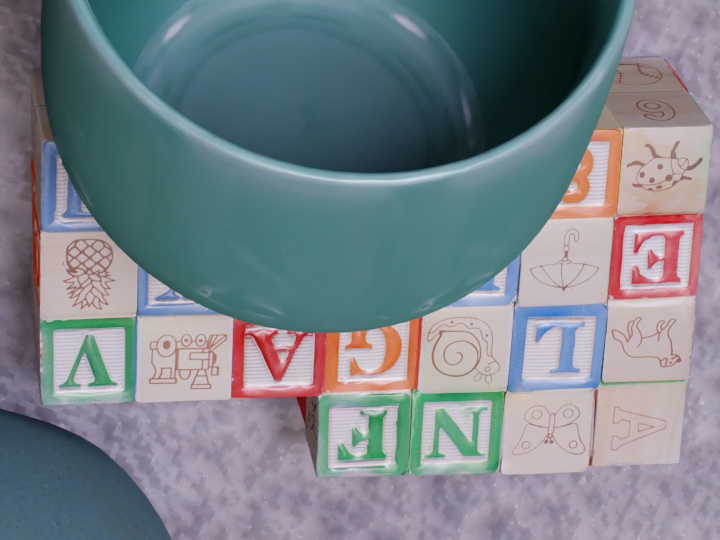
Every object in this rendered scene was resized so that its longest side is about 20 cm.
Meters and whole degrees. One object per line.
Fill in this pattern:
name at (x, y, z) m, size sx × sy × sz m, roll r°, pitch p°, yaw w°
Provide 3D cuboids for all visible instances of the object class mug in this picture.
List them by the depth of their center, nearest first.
mug at (-0.010, -0.074, 0.762) m, size 0.152 × 0.185 × 0.114 m, roll 5°, pitch 151°, yaw -5°

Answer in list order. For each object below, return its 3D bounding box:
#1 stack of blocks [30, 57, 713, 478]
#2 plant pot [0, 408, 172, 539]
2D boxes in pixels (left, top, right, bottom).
stack of blocks at (0.000, 0.000, 0.861) m, size 0.200 × 0.059 × 0.115 m, roll -1°, pitch 115°, yaw -10°
plant pot at (-0.129, 0.115, 0.838) m, size 0.135 × 0.200 × 0.200 m, roll -30°, pitch 125°, yaw -39°
